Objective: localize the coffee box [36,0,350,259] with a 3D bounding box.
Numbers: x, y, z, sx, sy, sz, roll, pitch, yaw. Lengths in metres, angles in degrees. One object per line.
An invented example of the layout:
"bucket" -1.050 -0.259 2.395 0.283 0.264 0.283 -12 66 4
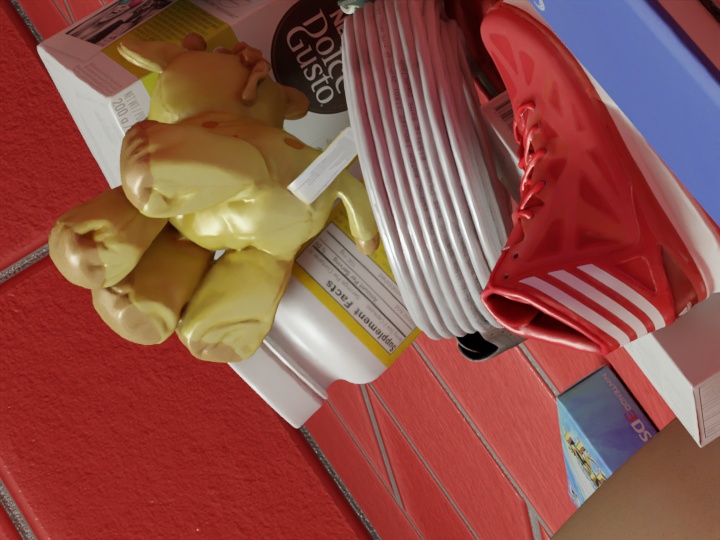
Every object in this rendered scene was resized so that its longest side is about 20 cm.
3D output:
"coffee box" -0.069 -0.100 1.865 0.200 0.197 0.200 63 169 -21

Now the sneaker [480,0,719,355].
"sneaker" 0.091 -0.045 1.389 0.200 0.115 0.078 54 171 28

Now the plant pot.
"plant pot" 0.162 0.206 1.587 0.188 0.199 0.187 57 172 13

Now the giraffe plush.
"giraffe plush" -0.093 -0.068 1.677 0.173 0.200 0.163 49 -168 -40

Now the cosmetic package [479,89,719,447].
"cosmetic package" 0.140 -0.009 1.453 0.200 0.051 0.083 55 172 26

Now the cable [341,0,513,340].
"cable" 0.039 -0.062 1.548 0.200 0.069 0.201 64 -167 -59

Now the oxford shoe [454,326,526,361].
"oxford shoe" 0.085 0.023 1.824 0.071 0.072 0.200 57 172 3

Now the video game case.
"video game case" 0.202 0.182 1.811 0.200 0.045 0.181 55 170 24

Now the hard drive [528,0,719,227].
"hard drive" 0.132 -0.100 1.255 0.200 0.025 0.132 54 171 31

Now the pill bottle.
"pill bottle" 0.000 0.000 1.744 0.111 0.200 0.111 45 179 1

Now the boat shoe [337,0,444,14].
"boat shoe" 0.004 -0.181 1.597 0.072 0.067 0.200 52 172 24
